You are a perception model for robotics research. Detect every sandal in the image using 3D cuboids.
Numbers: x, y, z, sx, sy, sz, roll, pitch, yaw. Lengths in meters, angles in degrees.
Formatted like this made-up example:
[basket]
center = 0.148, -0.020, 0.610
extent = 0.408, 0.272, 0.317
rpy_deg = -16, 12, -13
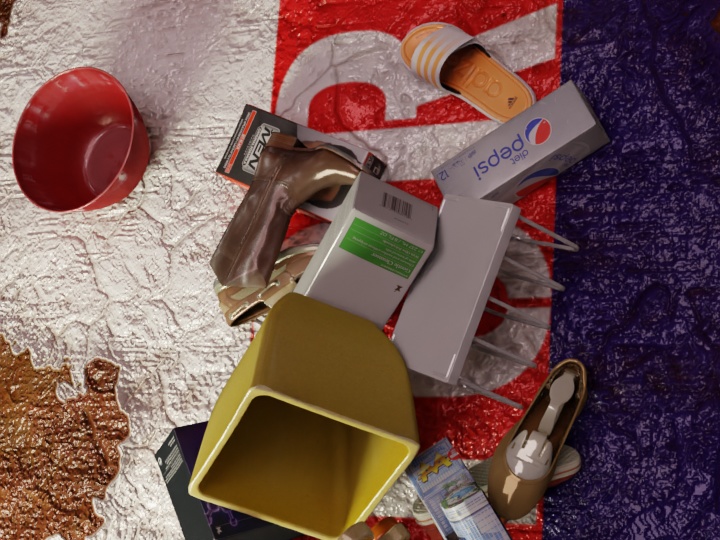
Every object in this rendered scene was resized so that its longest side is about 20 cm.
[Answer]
[sandal]
center = 0.127, -0.249, 1.661
extent = 0.206, 0.059, 0.080
rpy_deg = 36, 94, 28

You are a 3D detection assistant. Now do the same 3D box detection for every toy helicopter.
[toy helicopter]
center = 0.000, 0.324, 1.501
extent = 0.132, 0.200, 0.079
rpy_deg = -40, 63, -8

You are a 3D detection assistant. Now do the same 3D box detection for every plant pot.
[plant pot]
center = -0.058, 0.144, 1.510
extent = 0.201, 0.192, 0.196
rpy_deg = -87, 23, -48

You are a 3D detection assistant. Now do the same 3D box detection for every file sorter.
[file sorter]
center = 0.140, 0.036, 1.529
extent = 0.138, 0.123, 0.202
rpy_deg = 14, 83, 60

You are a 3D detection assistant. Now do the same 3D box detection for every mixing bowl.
[mixing bowl]
center = -0.361, -0.161, 1.849
extent = 0.197, 0.108, 0.203
rpy_deg = -7, 74, 24

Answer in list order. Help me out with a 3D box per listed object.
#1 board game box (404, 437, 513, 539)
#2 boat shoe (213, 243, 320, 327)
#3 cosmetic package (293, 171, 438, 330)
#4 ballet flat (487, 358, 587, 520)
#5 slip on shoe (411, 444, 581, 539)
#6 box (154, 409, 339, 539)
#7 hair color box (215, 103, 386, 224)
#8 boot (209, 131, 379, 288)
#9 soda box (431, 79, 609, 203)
[board game box]
center = 0.120, 0.277, 1.420
extent = 0.061, 0.200, 0.201
rpy_deg = -32, 86, -2
[boat shoe]
center = -0.093, 0.020, 1.699
extent = 0.198, 0.075, 0.073
rpy_deg = -20, 73, 30
[cosmetic package]
center = 0.000, 0.000, 1.580
extent = 0.106, 0.085, 0.201
rpy_deg = 23, 125, -9
[ballet flat]
center = 0.191, 0.174, 1.472
extent = 0.068, 0.063, 0.201
rpy_deg = 24, 55, 11
[slip on shoe]
center = 0.156, 0.250, 1.527
extent = 0.198, 0.074, 0.062
rpy_deg = -26, 110, 9
[box]
center = -0.118, 0.240, 1.578
extent = 0.079, 0.198, 0.143
rpy_deg = -49, 58, 48
[hair color box]
center = -0.076, -0.129, 1.730
extent = 0.198, 0.061, 0.103
rpy_deg = 23, 87, 28
[boot]
center = -0.084, -0.054, 1.636
extent = 0.185, 0.064, 0.202
rpy_deg = 18, 78, 42
[soda box]
center = 0.187, -0.133, 1.601
extent = 0.199, 0.063, 0.069
rpy_deg = -33, 64, 15
